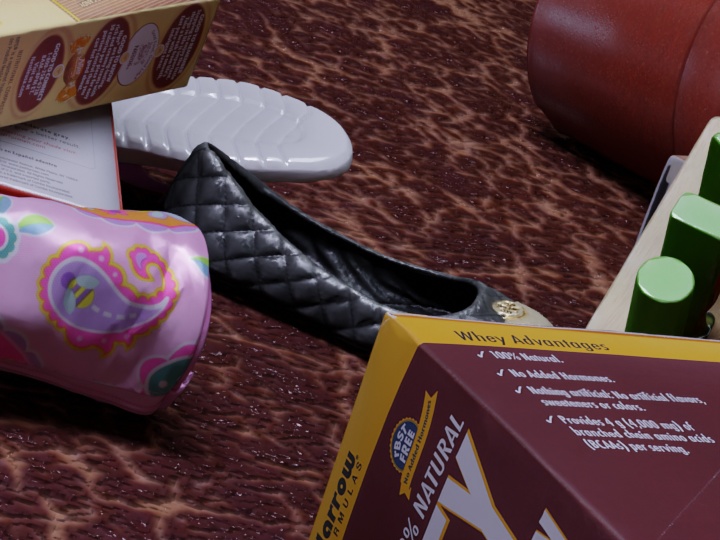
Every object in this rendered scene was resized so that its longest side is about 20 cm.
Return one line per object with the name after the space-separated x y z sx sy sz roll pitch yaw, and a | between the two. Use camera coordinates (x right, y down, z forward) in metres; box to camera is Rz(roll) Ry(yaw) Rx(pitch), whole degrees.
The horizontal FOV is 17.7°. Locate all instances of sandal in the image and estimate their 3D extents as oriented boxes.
-0.103 -0.061 1.158 0.201 0.050 0.083 7 34 6 | sandal

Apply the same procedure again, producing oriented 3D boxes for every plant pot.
0.222 -0.127 1.454 0.200 0.202 0.195 0 18 -42 | plant pot

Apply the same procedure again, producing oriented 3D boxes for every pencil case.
-0.159 0.003 0.895 0.199 0.088 0.088 11 21 -20 | pencil case

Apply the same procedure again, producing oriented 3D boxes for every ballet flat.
0.000 0.000 1.080 0.199 0.057 0.066 21 20 5 | ballet flat

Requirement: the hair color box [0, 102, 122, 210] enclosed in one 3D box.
-0.167 -0.068 1.042 0.101 0.061 0.200 16 31 -19 | hair color box

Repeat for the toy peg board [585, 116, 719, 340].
0.214 0.014 1.035 0.198 0.098 0.200 25 57 16 | toy peg board

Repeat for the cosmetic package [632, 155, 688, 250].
0.242 0.003 1.231 0.199 0.104 0.087 3 23 -40 | cosmetic package

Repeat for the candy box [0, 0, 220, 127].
-0.168 -0.117 0.999 0.115 0.055 0.200 40 32 23 | candy box

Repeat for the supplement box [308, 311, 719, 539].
0.113 0.123 0.743 0.196 0.133 0.200 5 23 -33 | supplement box
